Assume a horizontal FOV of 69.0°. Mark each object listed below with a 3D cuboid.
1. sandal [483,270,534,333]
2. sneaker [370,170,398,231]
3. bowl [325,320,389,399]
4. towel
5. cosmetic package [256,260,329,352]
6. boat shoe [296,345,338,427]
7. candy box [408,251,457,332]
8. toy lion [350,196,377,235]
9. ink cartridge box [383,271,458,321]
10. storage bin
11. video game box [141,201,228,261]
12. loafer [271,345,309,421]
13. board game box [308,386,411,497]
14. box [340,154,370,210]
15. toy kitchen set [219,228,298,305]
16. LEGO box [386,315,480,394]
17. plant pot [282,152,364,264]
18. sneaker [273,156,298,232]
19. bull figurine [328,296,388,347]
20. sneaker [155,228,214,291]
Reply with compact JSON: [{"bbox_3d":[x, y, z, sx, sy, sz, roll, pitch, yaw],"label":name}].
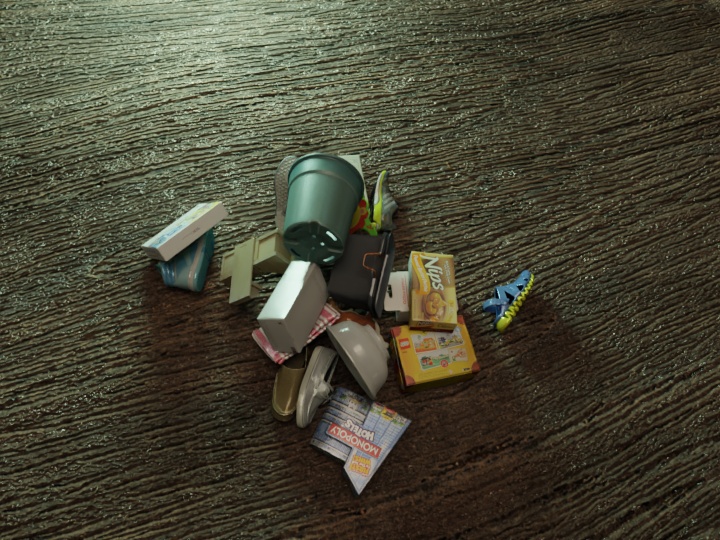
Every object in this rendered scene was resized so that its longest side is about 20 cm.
[{"bbox_3d":[0.401,0.069,1.421,0.086,0.080,0.200,34,62,15],"label":"sandal"},{"bbox_3d":[0.072,-0.198,1.532,0.079,0.074,0.204,12,67,-11],"label":"sneaker"},{"bbox_3d":[0.007,0.192,1.231,0.090,0.202,0.202,-33,70,-12],"label":"bowl"},{"bbox_3d":[-0.160,0.135,1.297,0.199,0.030,0.146,-37,37,-19],"label":"towel"},{"bbox_3d":[-0.154,0.083,1.247,0.079,0.114,0.201,1,40,26],"label":"cosmetic package"},{"bbox_3d":[-0.098,0.276,1.249,0.070,0.071,0.204,7,57,14],"label":"boat shoe"},{"bbox_3d":[0.181,0.053,1.332,0.113,0.056,0.204,5,57,-4],"label":"candy box"},{"bbox_3d":[-0.034,-0.120,1.415,0.198,0.069,0.194,33,95,4],"label":"toy lion"},{"bbox_3d":[0.150,0.069,1.394,0.195,0.068,0.119,0,61,-7],"label":"ink cartridge box"},{"bbox_3d":[0.000,0.000,1.302,0.131,0.146,0.204,8,70,12],"label":"storage bin"},{"bbox_3d":[-0.457,-0.103,1.359,0.200,0.181,0.047,-43,113,-24],"label":"video game box"},{"bbox_3d":[-0.170,0.256,1.257,0.074,0.068,0.204,9,60,0],"label":"loafer"},{"bbox_3d":[-0.011,0.397,1.206,0.197,0.062,0.202,25,62,6],"label":"board game box"},{"bbox_3d":[-0.034,-0.231,1.523,0.093,0.078,0.204,-5,63,-8],"label":"box"},{"bbox_3d":[-0.240,0.033,1.365,0.197,0.180,0.166,-20,54,28],"label":"toy kitchen set"},{"bbox_3d":[0.181,0.210,1.318,0.195,0.078,0.152,-8,63,-11],"label":"LEGO box"},{"bbox_3d":[-0.098,-0.137,1.257,0.195,0.202,0.199,10,53,-1],"label":"plant pot"},{"bbox_3d":[-0.193,-0.198,1.439,0.075,0.146,0.207,7,88,1],"label":"sneaker"},{"bbox_3d":[-0.009,0.132,1.344,0.196,0.066,0.123,21,59,3],"label":"bull figurine"},{"bbox_3d":[-0.462,-0.041,1.376,0.127,0.080,0.203,3,53,3],"label":"sneaker"}]
